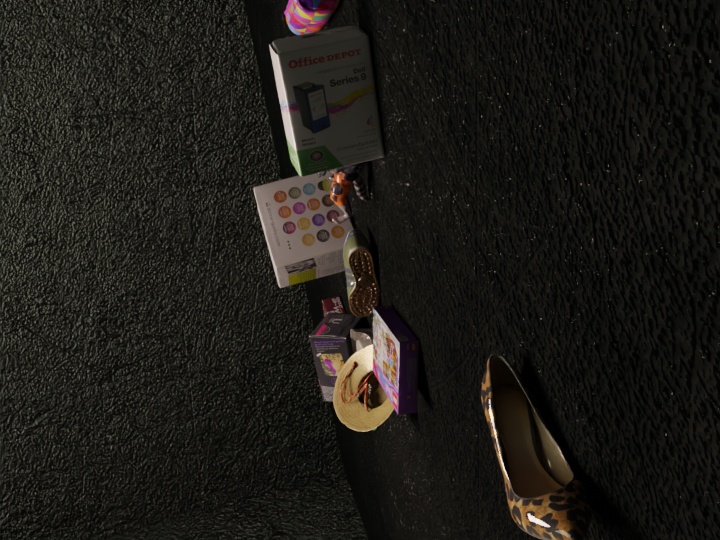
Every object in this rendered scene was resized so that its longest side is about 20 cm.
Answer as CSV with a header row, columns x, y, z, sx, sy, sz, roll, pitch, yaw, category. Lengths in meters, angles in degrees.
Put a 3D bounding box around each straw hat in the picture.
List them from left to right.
x,y,z,sx,sy,sz,roll,pitch,yaw,category
0.042,0.253,1.548,0.085,0.201,0.201,30,-154,-38,straw hat

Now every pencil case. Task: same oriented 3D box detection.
x,y,z,sx,sy,sz,roll,pitch,yaw,category
-0.089,-0.473,1.305,0.200,0.088,0.089,-154,51,-80,pencil case

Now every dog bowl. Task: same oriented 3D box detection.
x,y,z,sx,sy,sz,roll,pitch,yaw,category
0.030,0.224,1.701,0.200,0.058,0.201,167,90,-81,dog bowl

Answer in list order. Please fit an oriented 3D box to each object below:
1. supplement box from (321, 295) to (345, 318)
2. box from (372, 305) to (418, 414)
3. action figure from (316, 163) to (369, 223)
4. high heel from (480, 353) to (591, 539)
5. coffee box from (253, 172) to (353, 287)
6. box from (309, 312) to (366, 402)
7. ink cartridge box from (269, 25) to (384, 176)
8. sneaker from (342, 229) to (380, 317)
x,y,z,sx,sy,sz,roll,pitch,yaw,category
-0.072,0.183,2.292,0.200,0.061,0.109,86,166,-52,supplement box
0.062,0.161,1.379,0.200,0.039,0.138,-128,36,-69,box
-0.021,-0.212,1.349,0.194,0.104,0.201,101,179,-55,action figure
0.158,0.165,0.706,0.200,0.071,0.143,-100,-9,-82,high heel
-0.127,-0.098,1.749,0.200,0.197,0.201,99,155,-74,coffee box
-0.043,0.221,1.863,0.122,0.106,0.201,-50,-43,-55,box
-0.051,-0.267,1.164,0.088,0.145,0.201,-120,18,-59,ink cartridge box
0.000,0.000,1.548,0.201,0.067,0.090,86,175,-46,sneaker
